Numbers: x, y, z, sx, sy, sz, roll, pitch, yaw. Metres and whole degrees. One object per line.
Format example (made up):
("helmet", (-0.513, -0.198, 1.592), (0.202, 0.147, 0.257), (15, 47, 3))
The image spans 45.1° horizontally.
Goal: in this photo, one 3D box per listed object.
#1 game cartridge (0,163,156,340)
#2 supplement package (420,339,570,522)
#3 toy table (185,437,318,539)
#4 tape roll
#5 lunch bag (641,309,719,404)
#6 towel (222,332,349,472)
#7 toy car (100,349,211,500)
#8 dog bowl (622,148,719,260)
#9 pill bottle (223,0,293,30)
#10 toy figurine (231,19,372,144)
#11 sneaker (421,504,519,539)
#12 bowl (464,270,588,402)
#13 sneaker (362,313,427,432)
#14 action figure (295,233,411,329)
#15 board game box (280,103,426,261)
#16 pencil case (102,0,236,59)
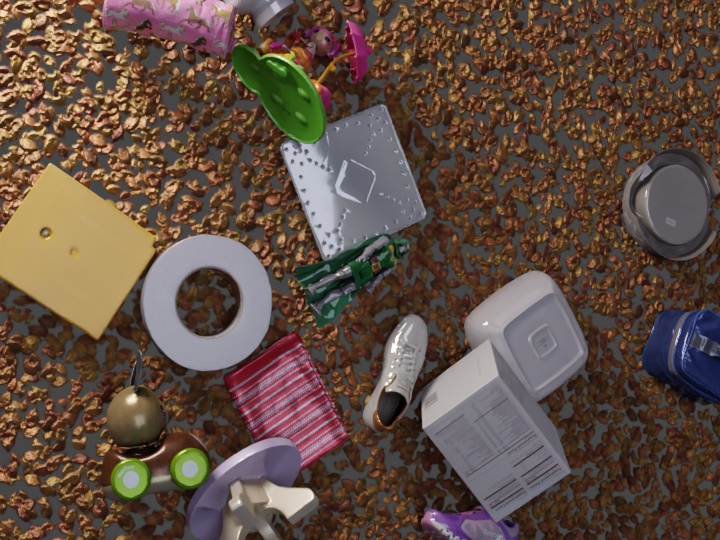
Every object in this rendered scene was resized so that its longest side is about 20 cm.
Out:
("game cartridge", (-0.423, -0.026, 1.279), (0.198, 0.032, 0.178), (36, 77, -17))
("supplement package", (0.213, 0.255, 1.399), (0.150, 0.152, 0.201), (-36, 101, 12))
("toy table", (-0.157, 0.355, 1.284), (0.200, 0.117, 0.184), (-45, 131, 0))
("tape roll", (-0.234, 0.049, 1.321), (0.195, 0.066, 0.206), (0, 89, -19))
("lunch bag", (0.635, 0.164, 1.582), (0.197, 0.132, 0.138), (28, 80, -15))
("towel", (-0.116, 0.218, 1.380), (0.143, 0.022, 0.203), (-29, 98, -17))
("toy car", (-0.302, 0.221, 1.254), (0.154, 0.164, 0.205), (-6, 78, -19))
("dog bowl", (0.573, -0.120, 1.608), (0.195, 0.059, 0.206), (1, 88, -18))
("pill bottle", (-0.187, -0.474, 1.328), (0.110, 0.110, 0.202), (-39, 100, -16))
("toy figurine", (-0.073, -0.329, 1.373), (0.199, 0.151, 0.184), (37, 60, 16))
("sneaker", (0.191, 0.430, 1.455), (0.197, 0.080, 0.090), (28, 73, -21))
("bowl", (0.299, 0.121, 1.500), (0.198, 0.074, 0.203), (-32, 99, -19))
("sneaker", (0.070, 0.169, 1.413), (0.071, 0.084, 0.204), (22, 80, -15))
("action figure", (0.000, 0.000, 1.401), (0.198, 0.054, 0.120), (-32, 125, -19))
("board game box", (-0.012, -0.144, 1.424), (0.197, 0.026, 0.204), (-24, 96, -18))
("pencil case", (-0.280, -0.376, 1.293), (0.195, 0.087, 0.085), (11, 104, -8))
